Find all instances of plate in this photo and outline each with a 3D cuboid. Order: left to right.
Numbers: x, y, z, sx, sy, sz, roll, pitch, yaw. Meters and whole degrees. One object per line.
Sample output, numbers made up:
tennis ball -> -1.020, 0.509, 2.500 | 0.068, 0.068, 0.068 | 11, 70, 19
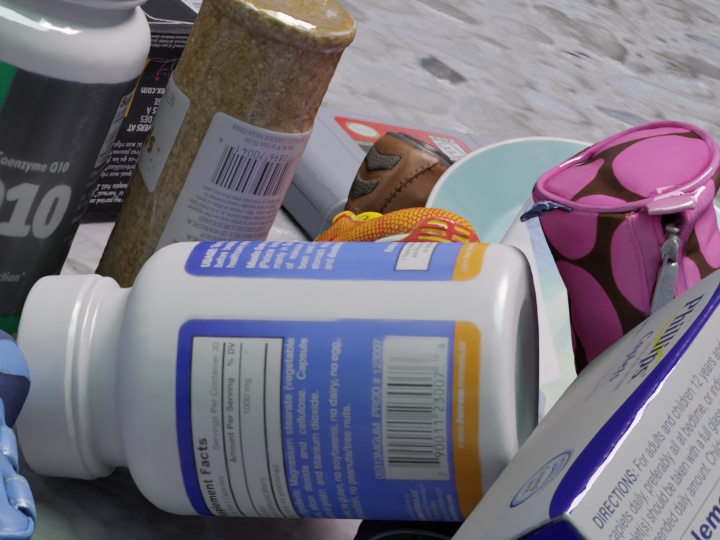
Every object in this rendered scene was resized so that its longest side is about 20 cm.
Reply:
plate -> 0.120, 0.013, 1.301 | 0.200, 0.026, 0.200 | 14, 43, -14

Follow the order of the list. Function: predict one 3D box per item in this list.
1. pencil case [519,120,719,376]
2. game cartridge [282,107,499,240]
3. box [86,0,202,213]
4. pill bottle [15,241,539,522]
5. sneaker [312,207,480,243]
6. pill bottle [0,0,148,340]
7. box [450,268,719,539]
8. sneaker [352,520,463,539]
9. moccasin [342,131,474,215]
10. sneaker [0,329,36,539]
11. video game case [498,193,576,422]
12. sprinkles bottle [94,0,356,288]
pencil case -> 0.127, 0.044, 1.087 | 0.091, 0.200, 0.094 | -23, 24, -16
game cartridge -> 0.039, -0.041, 1.497 | 0.200, 0.041, 0.133 | 7, 31, -37
box -> -0.168, -0.124, 1.366 | 0.200, 0.115, 0.132 | 39, 25, 31
pill bottle -> -0.032, 0.044, 1.059 | 0.200, 0.112, 0.112 | 1, 19, 11
sneaker -> 0.000, 0.000, 1.167 | 0.073, 0.077, 0.200 | 21, -21, -15
pill bottle -> -0.158, -0.076, 1.127 | 0.113, 0.200, 0.113 | 20, 22, -9
box -> 0.142, 0.130, 0.960 | 0.200, 0.105, 0.184 | 48, 42, -4
sneaker -> 0.091, 0.141, 1.083 | 0.200, 0.076, 0.088 | 23, 16, -1
moccasin -> 0.073, 0.006, 1.373 | 0.201, 0.078, 0.074 | 32, -2, -35
sneaker -> -0.154, 0.089, 0.951 | 0.082, 0.074, 0.200 | 24, 30, 3
video game case -> 0.126, 0.074, 1.201 | 0.200, 0.022, 0.182 | 28, 58, 10
sprinkles bottle -> -0.068, -0.031, 1.136 | 0.068, 0.200, 0.068 | 21, 21, -9
